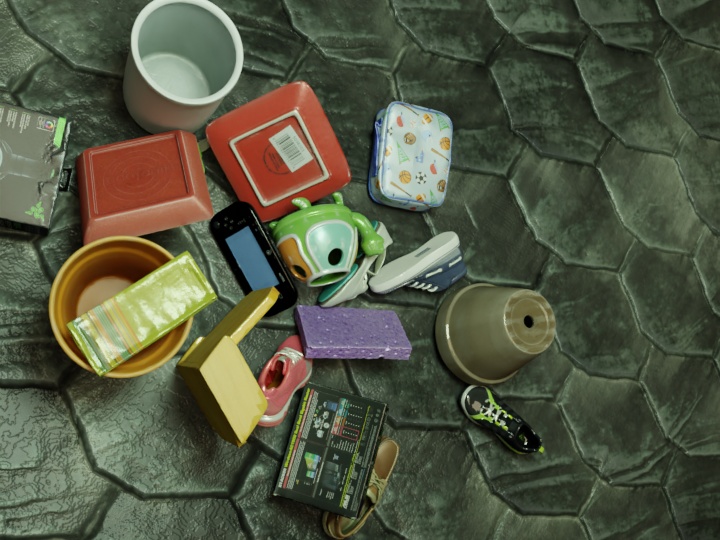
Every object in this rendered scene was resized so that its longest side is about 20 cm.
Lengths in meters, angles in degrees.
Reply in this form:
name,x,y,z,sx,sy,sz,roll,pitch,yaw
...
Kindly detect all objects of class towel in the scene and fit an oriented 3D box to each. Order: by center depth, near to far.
name,x,y,z,sx,sy,sz,roll,pitch,yaw
towel,-0.306,0.059,1.071,0.199,0.018,0.087,-35,99,-23

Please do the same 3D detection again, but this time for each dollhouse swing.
name,x,y,z,sx,sy,sz,roll,pitch,yaw
dollhouse swing,-0.183,0.150,1.218,0.175,0.200,0.183,-32,97,-24

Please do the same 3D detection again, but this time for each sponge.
name,x,y,z,sx,sy,sz,roll,pitch,yaw
sponge,-0.015,0.111,1.351,0.198,0.112,0.030,4,126,-23

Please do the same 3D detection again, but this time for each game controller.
name,x,y,z,sx,sy,sz,roll,pitch,yaw
game controller,-0.180,-0.019,1.292,0.042,0.104,0.201,-35,99,-45

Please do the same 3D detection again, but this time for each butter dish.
name,x,y,z,sx,sy,sz,roll,pitch,yaw
butter dish,-0.137,-0.217,1.312,0.198,0.148,0.201,-23,116,10

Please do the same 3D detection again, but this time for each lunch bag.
name,x,y,z,sx,sy,sz,roll,pitch,yaw
lunch bag,0.091,-0.220,1.447,0.159,0.075,0.202,8,82,-20

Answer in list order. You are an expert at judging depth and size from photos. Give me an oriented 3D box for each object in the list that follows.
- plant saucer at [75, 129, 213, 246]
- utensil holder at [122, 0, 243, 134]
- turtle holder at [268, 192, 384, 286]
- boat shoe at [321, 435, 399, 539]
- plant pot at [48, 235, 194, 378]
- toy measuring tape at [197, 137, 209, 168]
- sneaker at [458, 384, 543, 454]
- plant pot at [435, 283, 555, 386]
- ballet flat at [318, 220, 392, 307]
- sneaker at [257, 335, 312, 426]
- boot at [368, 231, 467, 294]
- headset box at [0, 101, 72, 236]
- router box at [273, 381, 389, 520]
name,x,y,z,sx,sy,sz,roll,pitch,yaw
plant saucer,-0.344,-0.142,1.181,0.197,0.037,0.201,-14,52,-9
utensil holder,-0.291,-0.316,1.214,0.168,0.200,0.172,3,81,-21
turtle holder,-0.062,-0.045,1.320,0.185,0.140,0.133,5,61,-55
boat shoe,0.011,0.391,1.347,0.076,0.074,0.201,40,71,-15
plant pot,-0.369,0.060,1.153,0.198,0.183,0.203,3,83,-23
toy measuring tape,-0.269,-0.190,1.283,0.199,0.073,0.074,-35,99,-23
sneaker,0.282,0.289,1.472,0.199,0.083,0.072,38,71,-15
plant pot,0.266,0.109,1.423,0.198,0.173,0.202,6,74,-23
ballet flat,0.000,0.000,1.391,0.069,0.069,0.201,39,67,-15
sneaker,-0.123,0.166,1.263,0.073,0.087,0.201,16,38,6
boot,0.115,0.013,1.438,0.199,0.073,0.091,-29,115,-13
headset box,-0.544,-0.158,1.148,0.198,0.093,0.176,13,80,-23
router box,-0.048,0.308,1.300,0.148,0.062,0.202,14,77,11
